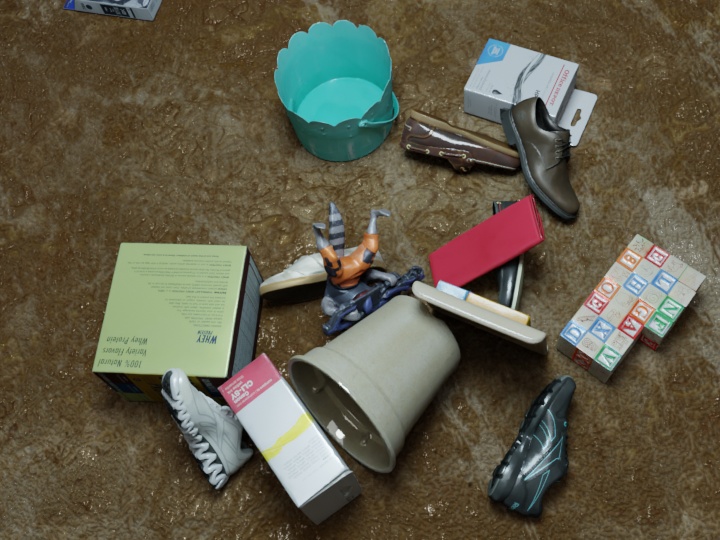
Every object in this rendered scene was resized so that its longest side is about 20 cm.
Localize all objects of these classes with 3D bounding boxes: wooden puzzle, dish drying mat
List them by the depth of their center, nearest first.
[{"bbox_3d":[0.173,0.062,1.149,0.184,0.200,0.038,23,88,17],"label":"wooden puzzle"},{"bbox_3d":[0.183,-0.033,1.223,0.199,0.018,0.078,-32,54,37],"label":"dish drying mat"}]

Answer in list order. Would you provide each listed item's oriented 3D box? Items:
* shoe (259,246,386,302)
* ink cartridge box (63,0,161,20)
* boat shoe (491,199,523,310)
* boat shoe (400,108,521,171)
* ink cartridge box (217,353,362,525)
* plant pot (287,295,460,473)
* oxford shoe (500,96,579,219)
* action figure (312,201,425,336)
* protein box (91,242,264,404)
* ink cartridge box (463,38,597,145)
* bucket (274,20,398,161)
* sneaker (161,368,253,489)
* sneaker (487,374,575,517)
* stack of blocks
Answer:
[{"bbox_3d":[-0.060,0.004,1.279,0.198,0.070,0.054,-12,65,-7],"label":"shoe"},{"bbox_3d":[-0.478,-0.543,1.610,0.198,0.039,0.100,10,67,13],"label":"ink cartridge box"},{"bbox_3d":[0.218,-0.017,1.248,0.062,0.074,0.203,5,60,8],"label":"boat shoe"},{"bbox_3d":[0.163,-0.197,1.347,0.198,0.070,0.071,21,106,7],"label":"boat shoe"},{"bbox_3d":[-0.093,0.231,1.131,0.083,0.145,0.200,-36,65,-9],"label":"ink cartridge box"},{"bbox_3d":[0.032,0.140,1.148,0.200,0.201,0.183,39,63,22],"label":"plant pot"},{"bbox_3d":[0.292,-0.175,1.282,0.072,0.084,0.201,-21,83,-47],"label":"oxford shoe"},{"bbox_3d":[0.000,0.000,1.219,0.199,0.195,0.104,-22,38,-38],"label":"action figure"},{"bbox_3d":[-0.260,0.080,1.231,0.196,0.135,0.202,1,64,8],"label":"protein box"},{"bbox_3d":[0.283,-0.295,1.372,0.198,0.067,0.117,21,68,17],"label":"ink cartridge box"},{"bbox_3d":[-0.035,-0.291,1.376,0.205,0.135,0.209,-3,65,6],"label":"bucket"},{"bbox_3d":[-0.212,0.206,1.148,0.081,0.201,0.075,-30,34,-17],"label":"sneaker"},{"bbox_3d":[0.249,0.238,1.133,0.079,0.075,0.201,31,78,6],"label":"sneaker"},{"bbox_3d":[0.387,0.061,1.194,0.115,0.059,0.200,36,74,21],"label":"stack of blocks"}]
